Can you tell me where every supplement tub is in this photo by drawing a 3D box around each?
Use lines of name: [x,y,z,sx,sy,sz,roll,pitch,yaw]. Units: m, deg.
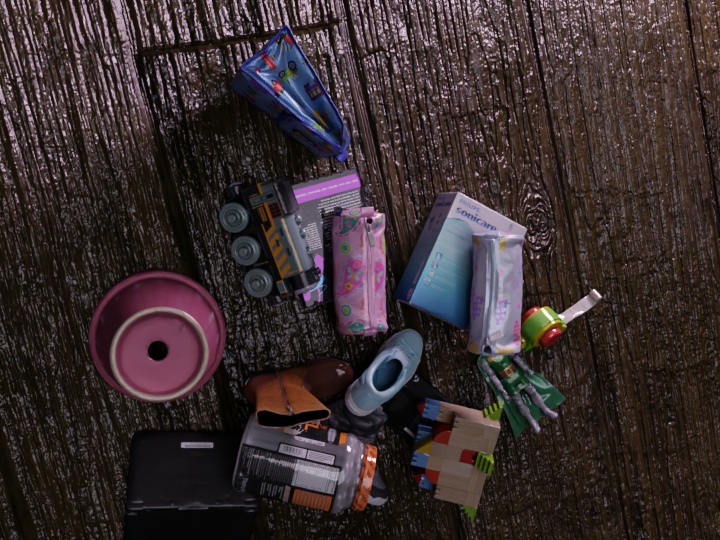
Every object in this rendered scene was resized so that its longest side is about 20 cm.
supplement tub: [-0.082,0.291,1.045,0.199,0.123,0.123,14,90,-2]

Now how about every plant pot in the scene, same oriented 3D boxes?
plant pot: [-0.288,0.103,0.993,0.199,0.179,0.201,-2,96,-17]

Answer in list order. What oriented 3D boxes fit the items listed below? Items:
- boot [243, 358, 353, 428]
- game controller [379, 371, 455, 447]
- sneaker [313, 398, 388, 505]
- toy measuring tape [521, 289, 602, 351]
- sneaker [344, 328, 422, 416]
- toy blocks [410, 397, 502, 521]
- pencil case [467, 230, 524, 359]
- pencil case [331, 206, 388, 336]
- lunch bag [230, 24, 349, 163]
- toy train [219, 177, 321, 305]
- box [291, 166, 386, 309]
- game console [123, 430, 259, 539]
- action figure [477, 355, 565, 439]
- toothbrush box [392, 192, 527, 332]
boot: [-0.078,0.182,1.050,0.188,0.200,0.069,3,92,-17]
game controller: [0.108,0.254,1.203,0.200,0.042,0.104,42,96,-15]
sneaker: [0.009,0.288,1.140,0.114,0.075,0.200,-36,100,5]
toy measuring tape: [0.353,0.080,1.238,0.200,0.074,0.074,-30,102,-11]
sneaker: [0.058,0.154,1.110,0.074,0.082,0.200,46,46,-3]
toy blocks: [0.146,0.304,1.162,0.136,0.100,0.201,13,104,1]
pencil case: [0.212,0.036,1.098,0.091,0.083,0.201,-2,96,-53]
pencil case: [0.000,0.000,1.085,0.087,0.087,0.201,-3,97,-16]
lunch bag: [-0.088,-0.244,1.040,0.094,0.151,0.200,-46,105,-8]
toy train: [-0.136,-0.047,1.059,0.114,0.085,0.200,-17,98,15]
box: [-0.051,-0.053,1.127,0.143,0.036,0.201,-17,98,-14]
game console: [-0.268,0.354,1.103,0.199,0.116,0.176,4,63,-18]
action figure: [0.271,0.195,1.237,0.118,0.055,0.200,-39,100,-7]
toothbrush box: [0.167,-0.012,1.169,0.146,0.085,0.200,24,88,-18]
